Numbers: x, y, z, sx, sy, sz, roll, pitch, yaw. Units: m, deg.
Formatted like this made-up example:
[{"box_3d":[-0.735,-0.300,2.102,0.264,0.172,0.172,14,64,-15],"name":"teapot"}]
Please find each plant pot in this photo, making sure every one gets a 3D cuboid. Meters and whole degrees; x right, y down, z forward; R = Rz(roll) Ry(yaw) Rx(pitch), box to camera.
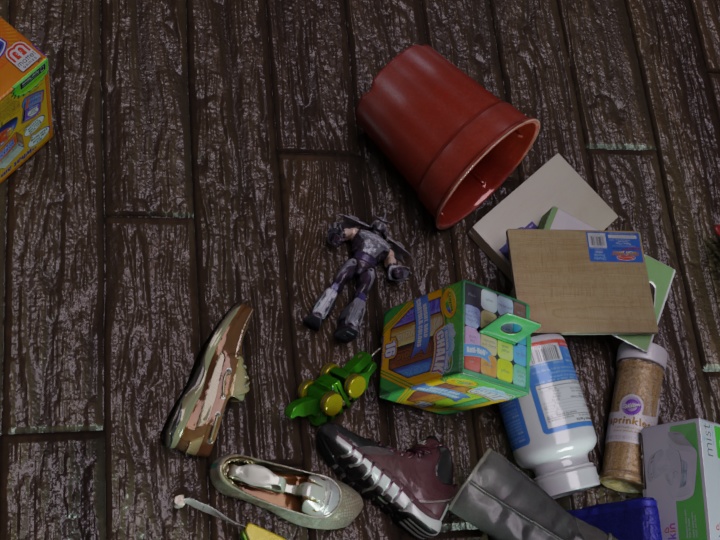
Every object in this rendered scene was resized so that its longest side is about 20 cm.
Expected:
[{"box_3d":[0.110,-0.197,1.481,0.201,0.201,0.195,-37,74,-24],"name":"plant pot"}]

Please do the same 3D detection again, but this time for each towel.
[{"box_3d":[0.319,0.392,1.334,0.049,0.147,0.201,20,61,-42],"name":"towel"}]

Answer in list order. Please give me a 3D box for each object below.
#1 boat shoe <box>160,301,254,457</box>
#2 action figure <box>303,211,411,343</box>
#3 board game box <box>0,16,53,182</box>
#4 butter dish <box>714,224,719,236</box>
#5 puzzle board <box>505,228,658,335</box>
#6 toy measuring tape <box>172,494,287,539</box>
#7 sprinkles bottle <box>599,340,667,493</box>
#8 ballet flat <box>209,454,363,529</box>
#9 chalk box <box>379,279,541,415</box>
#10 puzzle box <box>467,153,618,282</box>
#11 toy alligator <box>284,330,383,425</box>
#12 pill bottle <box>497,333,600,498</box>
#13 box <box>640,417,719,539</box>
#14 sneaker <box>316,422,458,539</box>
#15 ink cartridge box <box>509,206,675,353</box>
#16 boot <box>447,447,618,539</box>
[{"box_3d":[-0.177,0.139,1.332,0.074,0.076,0.201,27,73,-9],"name":"boat shoe"},{"box_3d":[0.000,0.000,1.433,0.130,0.069,0.201,25,62,1],"name":"action figure"},{"box_3d":[-0.520,-0.210,1.300,0.200,0.200,0.200,40,65,3],"name":"board game box"},{"box_3d":[0.636,0.019,1.561,0.199,0.148,0.200,-5,30,-15],"name":"butter dish"},{"box_3d":[0.301,0.016,1.457,0.199,0.017,0.151,1,68,-13],"name":"puzzle board"},{"box_3d":[-0.141,0.335,1.262,0.199,0.074,0.074,25,65,-4],"name":"toy measuring tape"},{"box_3d":[0.373,0.198,1.454,0.068,0.068,0.201,18,66,-8],"name":"sprinkles bottle"},{"box_3d":[-0.088,0.271,1.304,0.199,0.062,0.068,15,66,-9],"name":"ballet flat"},{"box_3d":[0.134,0.097,1.340,0.124,0.200,0.125,20,63,-33],"name":"chalk box"},{"box_3d":[0.266,-0.067,1.553,0.200,0.025,0.133,-39,83,-24],"name":"puzzle box"},{"box_3d":[-0.015,0.147,1.382,0.200,0.059,0.054,-35,126,-31],"name":"toy alligator"},{"box_3d":[0.243,0.193,1.397,0.112,0.112,0.201,-9,72,-18],"name":"pill bottle"},{"box_3d":[0.456,0.309,1.384,0.176,0.096,0.201,20,62,-37],"name":"box"},{"box_3d":[0.043,0.237,1.354,0.200,0.076,0.116,44,59,-7],"name":"sneaker"},{"box_3d":[0.326,0.018,1.495,0.199,0.048,0.146,28,65,-3],"name":"ink cartridge box"},{"box_3d":[0.195,0.335,1.290,0.200,0.073,0.182,34,54,5],"name":"boot"}]
